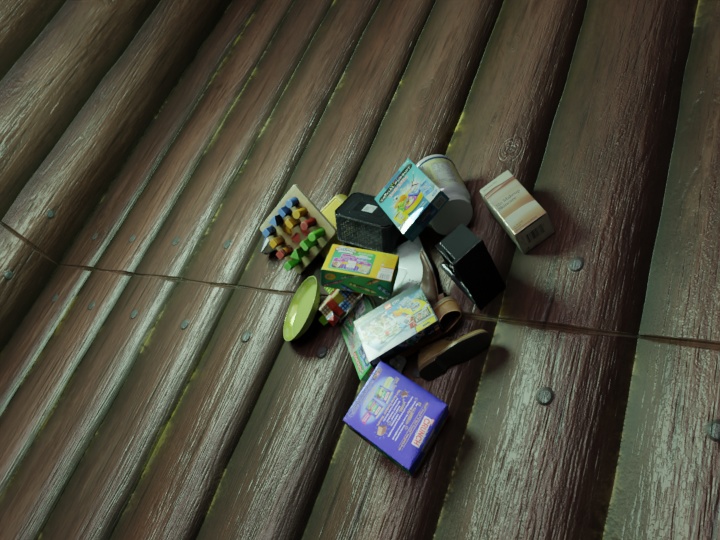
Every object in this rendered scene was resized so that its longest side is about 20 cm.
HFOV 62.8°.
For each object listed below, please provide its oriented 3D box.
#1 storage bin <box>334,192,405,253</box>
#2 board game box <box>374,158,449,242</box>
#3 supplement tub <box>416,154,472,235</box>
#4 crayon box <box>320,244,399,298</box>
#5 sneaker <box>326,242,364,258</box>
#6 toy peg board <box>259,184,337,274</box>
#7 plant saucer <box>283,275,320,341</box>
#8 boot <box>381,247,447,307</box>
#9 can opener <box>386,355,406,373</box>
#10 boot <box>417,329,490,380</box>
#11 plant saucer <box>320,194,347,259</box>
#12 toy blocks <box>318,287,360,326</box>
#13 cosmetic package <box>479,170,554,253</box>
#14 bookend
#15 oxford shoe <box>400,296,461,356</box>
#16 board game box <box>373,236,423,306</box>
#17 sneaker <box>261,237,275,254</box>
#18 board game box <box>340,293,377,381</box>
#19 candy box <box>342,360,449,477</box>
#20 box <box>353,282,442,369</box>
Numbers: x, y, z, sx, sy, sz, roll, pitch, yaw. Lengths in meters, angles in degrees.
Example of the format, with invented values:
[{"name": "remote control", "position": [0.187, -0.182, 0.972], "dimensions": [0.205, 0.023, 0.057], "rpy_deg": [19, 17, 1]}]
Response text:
[{"name": "storage bin", "position": [0.033, -0.143, 1.746], "dimensions": [0.195, 0.096, 0.136], "rpy_deg": [18, 44, 27]}, {"name": "board game box", "position": [0.136, -0.196, 1.614], "dimensions": [0.152, 0.046, 0.201], "rpy_deg": [-48, 40, 11]}, {"name": "supplement tub", "position": [0.231, -0.216, 1.679], "dimensions": [0.142, 0.146, 0.204], "rpy_deg": [-28, 45, 13]}, {"name": "crayon box", "position": [0.000, 0.000, 1.586], "dimensions": [0.193, 0.060, 0.120], "rpy_deg": [10, 37, 10]}, {"name": "sneaker", "position": [-0.026, -0.057, 1.799], "dimensions": [0.199, 0.081, 0.074], "rpy_deg": [-40, 35, -28]}, {"name": "toy peg board", "position": [-0.211, -0.118, 1.836], "dimensions": [0.200, 0.200, 0.098], "rpy_deg": [-45, -3, 25]}, {"name": "plant saucer", "position": [-0.168, 0.117, 1.744], "dimensions": [0.201, 0.030, 0.204], "rpy_deg": [-49, 27, 35]}, {"name": "boot", "position": [0.123, 0.064, 1.567], "dimensions": [0.195, 0.064, 0.192], "rpy_deg": [-26, 71, 20]}, {"name": "can opener", "position": [0.057, 0.296, 1.489], "dimensions": [0.204, 0.052, 0.066], "rpy_deg": [-64, 14, -23]}, {"name": "boot", "position": [0.222, 0.185, 1.437], "dimensions": [0.196, 0.074, 0.077], "rpy_deg": [-30, 34, 16]}, {"name": "plant saucer", "position": [-0.087, -0.154, 1.931], "dimensions": [0.200, 0.049, 0.200], "rpy_deg": [-44, 44, -2]}, {"name": "toy blocks", "position": [-0.046, 0.073, 1.642], "dimensions": [0.200, 0.100, 0.137], "rpy_deg": [-47, 8, -3]}, {"name": "cosmetic package", "position": [0.408, -0.157, 1.549], "dimensions": [0.102, 0.087, 0.202], "rpy_deg": [-35, 44, 7]}, {"name": "bookend", "position": [0.251, -0.040, 1.490], "dimensions": [0.091, 0.201, 0.200], "rpy_deg": [-38, 44, 1]}, {"name": "oxford shoe", "position": [0.170, 0.149, 1.475], "dimensions": [0.199, 0.071, 0.072], "rpy_deg": [-43, 24, 6]}, {"name": "board game box", "position": [0.107, 0.023, 1.670], "dimensions": [0.196, 0.026, 0.204], "rpy_deg": [-29, 46, 15]}, {"name": "sneaker", "position": [-0.254, -0.105, 1.992], "dimensions": [0.199, 0.113, 0.083], "rpy_deg": [-42, 30, 45]}, {"name": "board game box", "position": [0.015, 0.174, 1.576], "dimensions": [0.136, 0.028, 0.202], "rpy_deg": [-55, 36, 24]}, {"name": "candy box", "position": [0.085, 0.342, 1.373], "dimensions": [0.197, 0.078, 0.171], "rpy_deg": [29, 74, 29]}, {"name": "box", "position": [0.090, 0.136, 1.467], "dimensions": [0.196, 0.038, 0.138], "rpy_deg": [-31, 43, 5]}]
